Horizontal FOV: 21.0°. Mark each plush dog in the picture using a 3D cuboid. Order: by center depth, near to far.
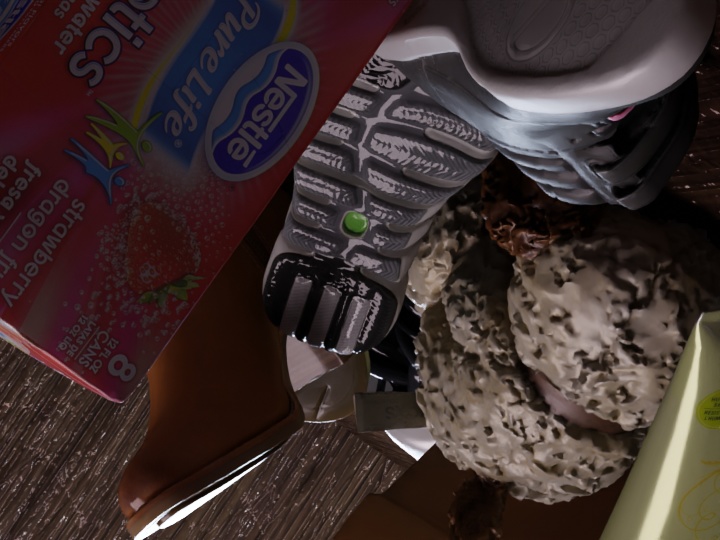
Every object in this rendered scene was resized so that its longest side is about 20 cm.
[{"bbox_3d":[0.098,0.032,0.852,0.200,0.161,0.172,32,146,-2],"label":"plush dog"}]

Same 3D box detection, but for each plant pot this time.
[{"bbox_3d":[0.100,0.151,1.068,0.200,0.140,0.200,32,172,5],"label":"plant pot"}]

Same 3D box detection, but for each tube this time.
[{"bbox_3d":[0.136,0.083,0.785,0.052,0.058,0.200,25,131,10],"label":"tube"}]

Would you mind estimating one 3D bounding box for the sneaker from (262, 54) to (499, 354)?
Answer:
[{"bbox_3d":[0.015,-0.067,0.773,0.075,0.116,0.200,24,137,-5],"label":"sneaker"}]

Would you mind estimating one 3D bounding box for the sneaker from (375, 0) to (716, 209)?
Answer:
[{"bbox_3d":[0.077,-0.062,0.588,0.099,0.071,0.200,33,177,-21],"label":"sneaker"}]

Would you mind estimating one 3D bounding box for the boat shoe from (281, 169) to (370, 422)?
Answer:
[{"bbox_3d":[-0.027,-0.028,0.937,0.073,0.201,0.063,-6,-158,11],"label":"boat shoe"}]

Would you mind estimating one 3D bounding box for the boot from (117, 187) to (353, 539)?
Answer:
[{"bbox_3d":[-0.086,0.011,0.822,0.155,0.074,0.200,50,-148,-7],"label":"boot"}]

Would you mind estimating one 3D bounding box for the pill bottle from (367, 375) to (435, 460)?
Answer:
[{"bbox_3d":[0.077,0.081,1.233,0.114,0.114,0.200,27,169,40],"label":"pill bottle"}]

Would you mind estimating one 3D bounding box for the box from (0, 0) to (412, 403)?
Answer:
[{"bbox_3d":[-0.067,-0.069,0.620,0.095,0.200,0.100,38,171,-22],"label":"box"}]

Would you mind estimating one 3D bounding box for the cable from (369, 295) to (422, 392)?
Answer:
[{"bbox_3d":[0.000,0.000,1.022,0.201,0.051,0.163,69,166,-16],"label":"cable"}]
